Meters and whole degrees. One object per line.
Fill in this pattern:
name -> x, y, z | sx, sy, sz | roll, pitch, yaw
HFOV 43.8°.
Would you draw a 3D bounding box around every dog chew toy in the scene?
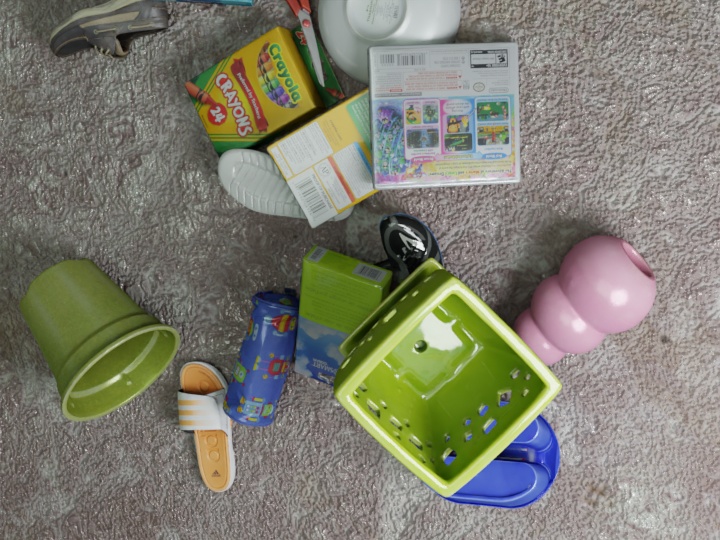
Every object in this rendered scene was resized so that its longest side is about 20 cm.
dog chew toy -> 0.276, 0.047, 1.146 | 0.200, 0.124, 0.125 | -42, 84, 26

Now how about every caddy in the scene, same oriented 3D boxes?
caddy -> 0.168, 0.247, 1.214 | 0.198, 0.105, 0.143 | 1, 76, 19

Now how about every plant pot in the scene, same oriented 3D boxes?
plant pot -> -0.405, 0.089, 1.337 | 0.184, 0.200, 0.201 | 47, 108, 18
plant pot -> 0.092, 0.114, 1.096 | 0.199, 0.182, 0.200 | -44, 105, 6

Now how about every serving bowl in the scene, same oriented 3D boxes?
serving bowl -> 0.031, -0.346, 1.192 | 0.198, 0.066, 0.202 | 2, 99, 16

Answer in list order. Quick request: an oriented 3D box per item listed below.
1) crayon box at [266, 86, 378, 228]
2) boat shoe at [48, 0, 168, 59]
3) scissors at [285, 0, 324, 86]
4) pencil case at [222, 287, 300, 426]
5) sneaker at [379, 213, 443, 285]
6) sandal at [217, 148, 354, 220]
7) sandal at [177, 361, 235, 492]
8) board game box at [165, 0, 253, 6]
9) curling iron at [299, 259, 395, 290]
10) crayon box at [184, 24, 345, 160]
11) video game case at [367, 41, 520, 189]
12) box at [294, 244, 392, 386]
crayon box -> -0.010, -0.162, 1.212 | 0.199, 0.052, 0.126 | -29, 100, 6
boat shoe -> -0.369, -0.349, 1.312 | 0.199, 0.074, 0.074 | -19, 92, 20
scissors -> -0.072, -0.352, 1.229 | 0.073, 0.014, 0.201 | -28, 83, -12
pencil case -> -0.143, 0.124, 1.305 | 0.087, 0.078, 0.202 | 28, 108, 43
sneaker -> 0.083, 0.015, 1.207 | 0.070, 0.083, 0.201 | -20, 100, 11
sandal -> -0.106, -0.116, 1.277 | 0.201, 0.050, 0.083 | 19, 105, -1
sandal -> -0.234, 0.243, 1.360 | 0.078, 0.059, 0.209 | -9, 95, 18
board game box -> -0.220, -0.476, 1.238 | 0.149, 0.047, 0.202 | 3, 98, -4
curling iron -> 0.000, 0.000, 1.270 | 0.198, 0.026, 0.050 | -15, 95, 18
crayon box -> -0.136, -0.254, 1.265 | 0.199, 0.051, 0.128 | -27, 89, 18
video game case -> 0.110, -0.202, 1.171 | 0.198, 0.024, 0.184 | -3, 98, -7
box -> -0.027, 0.074, 1.248 | 0.121, 0.048, 0.201 | 19, 128, 15
